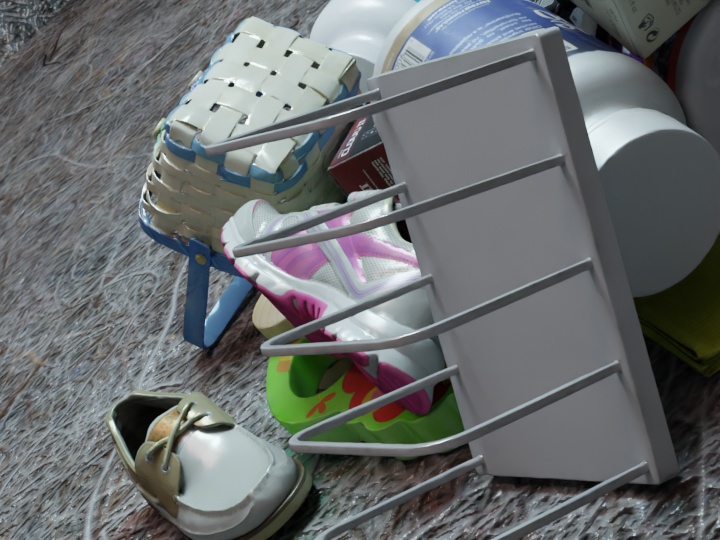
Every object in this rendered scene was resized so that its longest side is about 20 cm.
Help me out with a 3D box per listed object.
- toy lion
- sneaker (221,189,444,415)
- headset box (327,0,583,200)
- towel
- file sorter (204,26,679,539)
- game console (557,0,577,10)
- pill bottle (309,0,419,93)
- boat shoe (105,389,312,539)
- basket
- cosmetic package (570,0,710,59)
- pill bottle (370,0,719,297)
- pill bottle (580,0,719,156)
[{"bbox_3d":[0.029,0.038,1.074,0.199,0.069,0.192,-33,28,21],"label":"toy lion"},{"bbox_3d":[0.000,0.000,1.036,0.088,0.081,0.200,-50,41,-6],"label":"sneaker"},{"bbox_3d":[0.079,-0.109,1.261,0.199,0.077,0.149,-26,23,38],"label":"headset box"},{"bbox_3d":[0.145,-0.019,0.960,0.086,0.018,0.200,-42,34,-4],"label":"towel"},{"bbox_3d":[0.029,0.014,0.851,0.124,0.202,0.138,-20,7,-32],"label":"file sorter"},{"bbox_3d":[0.105,-0.214,1.080,0.170,0.119,0.200,-39,5,10],"label":"game console"},{"bbox_3d":[0.029,-0.179,1.440,0.110,0.111,0.201,-25,22,37],"label":"pill bottle"},{"bbox_3d":[-0.098,0.113,1.119,0.075,0.069,0.199,-48,21,-20],"label":"boat shoe"},{"bbox_3d":[-0.070,-0.062,1.333,0.138,0.201,0.177,20,50,16],"label":"basket"},{"bbox_3d":[0.169,-0.209,0.923,0.200,0.071,0.105,-40,51,-1],"label":"cosmetic package"},{"bbox_3d":[0.092,-0.064,0.948,0.111,0.111,0.200,-41,34,-3],"label":"pill bottle"},{"bbox_3d":[0.187,-0.115,1.020,0.111,0.112,0.200,-40,19,0],"label":"pill bottle"}]
